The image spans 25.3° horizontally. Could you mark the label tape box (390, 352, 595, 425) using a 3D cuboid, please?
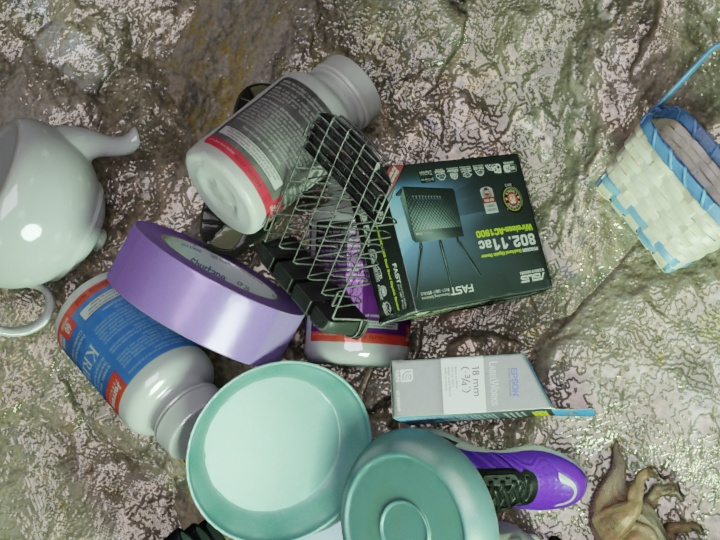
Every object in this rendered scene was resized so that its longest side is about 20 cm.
[{"bbox_3d":[0.138,0.121,1.641,0.199,0.144,0.064,-4,82,7],"label":"label tape box"}]

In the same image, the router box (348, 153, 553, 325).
[{"bbox_3d":[0.093,-0.035,1.643,0.062,0.200,0.150,-22,80,51],"label":"router box"}]

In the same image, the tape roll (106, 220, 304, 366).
[{"bbox_3d":[-0.159,0.024,1.658,0.200,0.200,0.066,30,96,10],"label":"tape roll"}]

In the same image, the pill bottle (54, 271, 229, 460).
[{"bbox_3d":[-0.224,0.102,1.685,0.112,0.112,0.200,-47,61,2],"label":"pill bottle"}]

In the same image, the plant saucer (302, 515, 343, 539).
[{"bbox_3d":[-0.030,0.271,1.704,0.200,0.039,0.202,-1,85,9],"label":"plant saucer"}]

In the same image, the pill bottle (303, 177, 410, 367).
[{"bbox_3d":[0.000,0.000,1.687,0.112,0.112,0.201,2,85,9],"label":"pill bottle"}]

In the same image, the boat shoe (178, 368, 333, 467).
[{"bbox_3d":[-0.108,0.164,1.710,0.200,0.075,0.062,-30,83,11],"label":"boat shoe"}]

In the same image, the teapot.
[{"bbox_3d":[-0.344,-0.055,1.728,0.146,0.200,0.198,27,51,-27],"label":"teapot"}]

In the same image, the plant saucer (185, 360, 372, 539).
[{"bbox_3d":[-0.086,0.183,1.644,0.199,0.036,0.201,-6,107,-19],"label":"plant saucer"}]

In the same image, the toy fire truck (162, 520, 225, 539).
[{"bbox_3d":[-0.159,0.377,1.644,0.129,0.176,0.200,-40,81,2],"label":"toy fire truck"}]

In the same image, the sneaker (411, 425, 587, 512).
[{"bbox_3d":[0.132,0.223,1.638,0.199,0.100,0.070,9,113,2],"label":"sneaker"}]

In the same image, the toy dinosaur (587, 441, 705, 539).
[{"bbox_3d":[0.275,0.279,1.640,0.135,0.086,0.200,-32,73,16],"label":"toy dinosaur"}]

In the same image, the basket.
[{"bbox_3d":[0.352,-0.110,1.622,0.200,0.139,0.177,-41,79,34],"label":"basket"}]

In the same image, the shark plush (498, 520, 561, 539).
[{"bbox_3d":[0.137,0.299,1.666,0.199,0.091,0.084,2,109,-22],"label":"shark plush"}]

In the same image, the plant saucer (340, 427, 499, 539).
[{"bbox_3d":[0.050,0.258,1.595,0.200,0.027,0.201,4,95,41],"label":"plant saucer"}]

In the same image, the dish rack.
[{"bbox_3d":[-0.025,-0.049,1.582,0.153,0.054,0.200,47,125,37],"label":"dish rack"}]

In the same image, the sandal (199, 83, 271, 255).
[{"bbox_3d":[-0.120,-0.106,1.747,0.080,0.057,0.202,18,69,-9],"label":"sandal"}]

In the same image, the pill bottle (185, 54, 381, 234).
[{"bbox_3d":[-0.076,-0.138,1.677,0.200,0.111,0.111,-41,80,-22],"label":"pill bottle"}]
